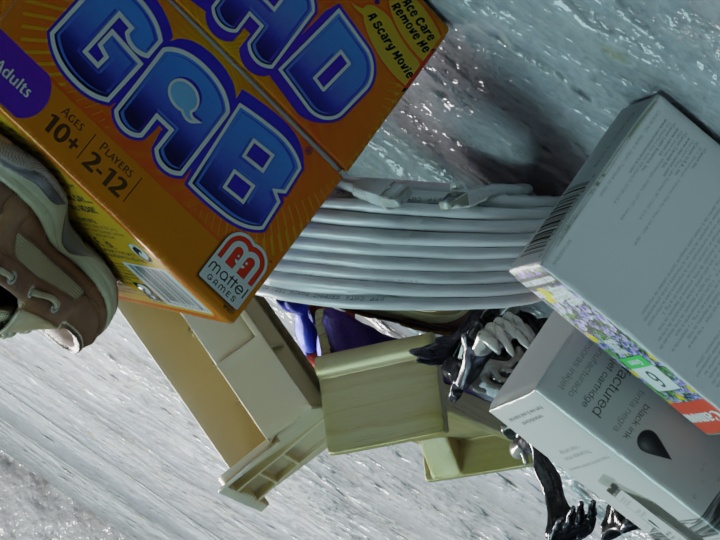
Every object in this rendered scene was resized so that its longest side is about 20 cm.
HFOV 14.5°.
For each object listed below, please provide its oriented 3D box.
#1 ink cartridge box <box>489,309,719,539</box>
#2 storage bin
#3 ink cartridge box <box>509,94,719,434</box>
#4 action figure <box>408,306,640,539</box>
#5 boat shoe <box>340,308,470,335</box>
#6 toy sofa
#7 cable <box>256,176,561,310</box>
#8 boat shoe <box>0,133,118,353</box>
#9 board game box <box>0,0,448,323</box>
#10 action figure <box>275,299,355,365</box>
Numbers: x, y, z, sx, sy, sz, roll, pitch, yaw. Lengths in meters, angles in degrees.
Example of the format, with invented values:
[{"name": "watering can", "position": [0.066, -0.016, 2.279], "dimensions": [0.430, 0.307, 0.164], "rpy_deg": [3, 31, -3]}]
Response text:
[{"name": "ink cartridge box", "position": [0.193, 0.071, 1.478], "dimensions": [0.200, 0.147, 0.083], "rpy_deg": [37, 163, -6]}, {"name": "storage bin", "position": [-0.101, 0.048, 1.888], "dimensions": [0.200, 0.094, 0.199], "rpy_deg": [55, -179, 10]}, {"name": "ink cartridge box", "position": [0.184, 0.018, 1.409], "dimensions": [0.200, 0.109, 0.050], "rpy_deg": [39, 164, -10]}, {"name": "action figure", "position": [0.108, 0.066, 1.633], "dimensions": [0.200, 0.119, 0.102], "rpy_deg": [63, 144, 33]}, {"name": "boat shoe", "position": [0.000, 0.000, 1.838], "dimensions": [0.200, 0.072, 0.072], "rpy_deg": [15, 160, 32]}, {"name": "toy sofa", "position": [0.045, 0.077, 1.853], "dimensions": [0.083, 0.098, 0.200], "rpy_deg": [-11, 166, 20]}, {"name": "cable", "position": [0.023, -0.016, 1.571], "dimensions": [0.200, 0.069, 0.200], "rpy_deg": [4, -178, 43]}, {"name": "boat shoe", "position": [-0.182, -0.003, 1.453], "dimensions": [0.076, 0.072, 0.200], "rpy_deg": [30, 163, 24]}, {"name": "board game box", "position": [-0.122, -0.119, 1.496], "dimensions": [0.200, 0.200, 0.200], "rpy_deg": [44, 163, -27]}, {"name": "action figure", "position": [-0.009, 0.044, 2.022], "dimensions": [0.065, 0.099, 0.200], "rpy_deg": [29, 141, 34]}]
